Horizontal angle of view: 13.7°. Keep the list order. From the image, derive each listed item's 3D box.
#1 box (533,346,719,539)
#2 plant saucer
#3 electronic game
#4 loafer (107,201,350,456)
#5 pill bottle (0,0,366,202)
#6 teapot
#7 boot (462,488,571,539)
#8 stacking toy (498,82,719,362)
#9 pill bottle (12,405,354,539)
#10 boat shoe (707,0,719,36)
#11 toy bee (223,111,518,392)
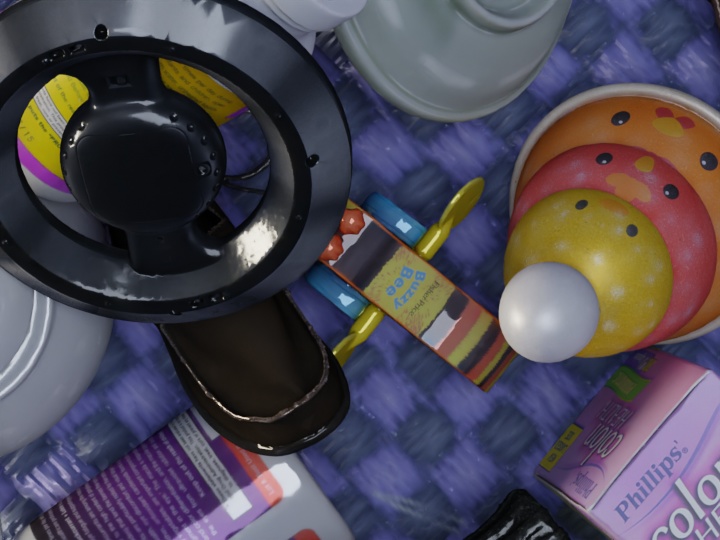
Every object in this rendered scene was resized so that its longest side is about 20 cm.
[{"bbox_3d":[0.206,0.142,1.556,0.200,0.176,0.097,40,89,-5],"label":"box"},{"bbox_3d":[0.059,-0.176,1.533,0.200,0.050,0.200,-1,91,-46],"label":"plant saucer"},{"bbox_3d":[-0.103,-0.054,1.425,0.200,0.042,0.200,2,128,2],"label":"electronic game"},{"bbox_3d":[-0.078,0.015,1.521,0.073,0.071,0.200,-36,55,-9],"label":"loafer"},{"bbox_3d":[-0.094,-0.116,1.467,0.200,0.104,0.104,-26,96,33],"label":"pill bottle"},{"bbox_3d":[-0.215,0.017,1.524,0.200,0.146,0.197,34,89,-7],"label":"teapot"},{"bbox_3d":[0.037,0.171,1.538,0.158,0.211,0.079,-30,69,1],"label":"boot"},{"bbox_3d":[0.122,-0.001,1.515,0.146,0.200,0.146,7,113,18],"label":"stacking toy"},{"bbox_3d":[-0.112,0.156,1.557,0.200,0.111,0.111,-35,95,-3],"label":"pill bottle"},{"bbox_3d":[0.191,-0.182,1.602,0.072,0.072,0.200,-4,105,25],"label":"boat shoe"},{"bbox_3d":[0.000,0.000,1.564,0.200,0.109,0.131,17,93,-6],"label":"toy bee"}]
